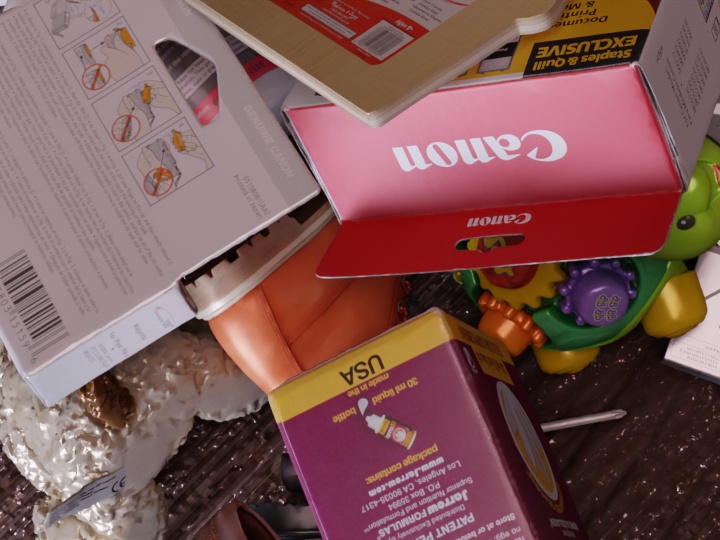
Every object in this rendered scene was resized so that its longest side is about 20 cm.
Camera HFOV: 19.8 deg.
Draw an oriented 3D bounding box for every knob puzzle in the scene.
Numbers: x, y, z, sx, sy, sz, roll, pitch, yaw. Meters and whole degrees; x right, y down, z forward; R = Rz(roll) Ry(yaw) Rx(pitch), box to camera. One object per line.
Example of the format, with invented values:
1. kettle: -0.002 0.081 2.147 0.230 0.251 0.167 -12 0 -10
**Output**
1. knob puzzle: 0.034 -0.153 1.041 0.218 0.031 0.221 -11 41 10

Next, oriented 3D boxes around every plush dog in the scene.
1. plush dog: -0.163 0.050 1.144 0.171 0.160 0.201 34 87 32

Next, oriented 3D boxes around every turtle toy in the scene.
1. turtle toy: 0.120 -0.024 1.101 0.199 0.101 0.147 -22 86 41

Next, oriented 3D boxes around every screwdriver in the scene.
1. screwdriver: 0.051 0.098 1.161 0.198 0.029 0.028 -11 82 9

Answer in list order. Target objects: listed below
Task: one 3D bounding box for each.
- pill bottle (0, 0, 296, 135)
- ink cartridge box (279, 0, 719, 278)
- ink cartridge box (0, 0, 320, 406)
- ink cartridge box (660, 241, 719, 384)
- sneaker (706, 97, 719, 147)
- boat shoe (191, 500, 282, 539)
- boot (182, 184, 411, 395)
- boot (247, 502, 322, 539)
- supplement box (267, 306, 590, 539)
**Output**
1. pill bottle: -0.133 -0.132 1.168 0.111 0.111 0.200 -45 82 -2
2. ink cartridge box: 0.072 -0.088 1.037 0.198 0.084 0.176 -5 41 30
3. ink cartridge box: -0.135 -0.058 1.064 0.173 0.044 0.201 -31 63 -4
4. ink cartridge box: 0.275 0.040 1.143 0.198 0.044 0.095 19 87 7
5. sneaker: 0.224 -0.107 1.159 0.199 0.075 0.116 -35 86 10
6. boat shoe: -0.017 0.205 1.070 0.200 0.070 0.070 41 98 10
7. boot: 0.000 0.000 1.139 0.200 0.075 0.108 -39 95 -32
8. boot: 0.019 0.209 1.131 0.196 0.073 0.164 -3 80 12
9. supplement box: 0.051 0.135 1.028 0.103 0.131 0.201 -26 75 12
